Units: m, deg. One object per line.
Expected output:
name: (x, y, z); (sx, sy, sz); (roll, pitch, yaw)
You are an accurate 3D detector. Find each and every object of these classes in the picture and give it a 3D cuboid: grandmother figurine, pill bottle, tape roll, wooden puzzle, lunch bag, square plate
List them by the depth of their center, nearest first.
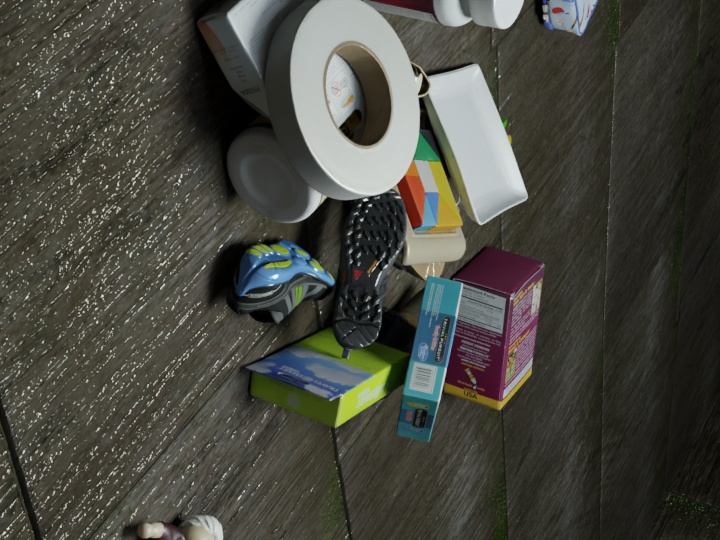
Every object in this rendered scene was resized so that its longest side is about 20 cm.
tape roll: (-0.015, -0.172, 1.474); (0.202, 0.037, 0.205); (10, 77, -49)
grandmother figurine: (-0.215, 0.319, 1.566); (0.200, 0.060, 0.122); (-31, 141, -52)
pill bottle: (-0.046, -0.149, 1.569); (0.200, 0.110, 0.112); (-51, 147, -41)
pill bottle: (0.075, -0.327, 1.606); (0.110, 0.199, 0.110); (-43, 141, -48)
wooden puzzle: (0.073, -0.110, 1.837); (0.185, 0.037, 0.202); (-5, 79, -64)
square plate: (0.149, -0.169, 1.968); (0.198, 0.028, 0.202); (-27, 97, -62)
lunch bag: (0.326, -0.456, 2.212); (0.201, 0.075, 0.161); (-62, 155, -26)

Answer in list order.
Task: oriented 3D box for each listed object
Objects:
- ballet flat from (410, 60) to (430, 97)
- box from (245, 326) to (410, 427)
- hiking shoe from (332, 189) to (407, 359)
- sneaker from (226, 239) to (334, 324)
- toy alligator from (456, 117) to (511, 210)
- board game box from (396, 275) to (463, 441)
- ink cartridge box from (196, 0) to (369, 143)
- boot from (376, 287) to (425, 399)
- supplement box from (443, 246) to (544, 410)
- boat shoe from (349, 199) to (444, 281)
ballet flat: (0.029, -0.229, 1.724); (0.200, 0.072, 0.068); (8, 99, -65)
box: (-0.039, 0.124, 1.739); (0.200, 0.121, 0.048); (-24, 127, -59)
hiking shoe: (0.000, 0.000, 1.729); (0.101, 0.075, 0.202); (128, -22, -70)
sneaker: (-0.093, 0.016, 1.643); (0.083, 0.071, 0.199); (-54, 163, 14)
toy alligator: (0.158, -0.155, 2.056); (0.201, 0.059, 0.054); (-58, 151, -31)
board game box: (0.085, 0.113, 1.839); (0.200, 0.046, 0.152); (92, 11, -70)
ink cartridge box: (-0.062, -0.206, 1.488); (0.162, 0.050, 0.201); (-50, 124, -41)
boot: (0.055, 0.074, 1.964); (0.200, 0.074, 0.097); (-54, 152, -32)
supplement box: (0.202, 0.088, 2.247); (0.131, 0.102, 0.202); (-37, 138, -52)
boat shoe: (0.034, -0.051, 1.855); (0.200, 0.064, 0.072); (44, 59, -43)
